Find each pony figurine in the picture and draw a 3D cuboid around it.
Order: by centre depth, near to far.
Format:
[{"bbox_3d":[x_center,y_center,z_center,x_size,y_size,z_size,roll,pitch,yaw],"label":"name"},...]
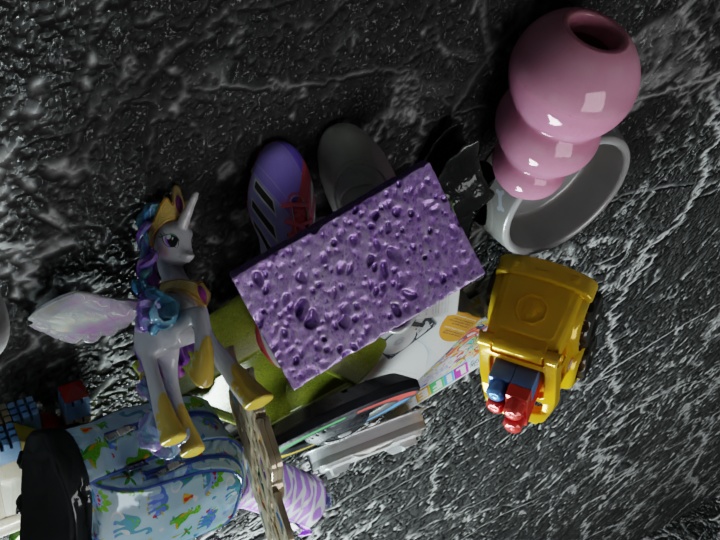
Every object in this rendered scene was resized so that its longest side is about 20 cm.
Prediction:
[{"bbox_3d":[-0.171,0.054,0.832,0.165,0.203,0.192,2,149,-47],"label":"pony figurine"}]

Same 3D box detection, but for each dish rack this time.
[{"bbox_3d":[0.006,0.235,1.284,0.169,0.044,0.200,-18,168,-9],"label":"dish rack"}]

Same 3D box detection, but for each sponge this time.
[{"bbox_3d":[-0.001,0.002,0.827,0.198,0.113,0.030,-30,-167,-9],"label":"sponge"}]

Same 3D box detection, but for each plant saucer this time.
[{"bbox_3d":[-0.099,0.106,0.999,0.198,0.049,0.199,-31,142,26],"label":"plant saucer"}]

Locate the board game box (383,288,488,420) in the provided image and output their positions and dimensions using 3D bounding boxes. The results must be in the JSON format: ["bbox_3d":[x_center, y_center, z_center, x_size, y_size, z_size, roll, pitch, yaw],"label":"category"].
[{"bbox_3d":[0.104,0.117,1.306,0.198,0.034,0.135,-31,149,-7],"label":"board game box"}]

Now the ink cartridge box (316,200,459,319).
[{"bbox_3d":[0.000,0.000,0.978,0.196,0.068,0.118,-7,145,-3],"label":"ink cartridge box"}]

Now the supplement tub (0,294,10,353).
[{"bbox_3d":[-0.366,0.069,0.695,0.199,0.133,0.132,-40,149,8],"label":"supplement tub"}]

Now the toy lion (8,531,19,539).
[{"bbox_3d":[-0.301,0.287,1.135,0.198,0.069,0.192,-34,142,-2],"label":"toy lion"}]

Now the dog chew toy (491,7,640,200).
[{"bbox_3d":[0.186,-0.149,0.932,0.123,0.125,0.202,-15,145,-29],"label":"dog chew toy"}]

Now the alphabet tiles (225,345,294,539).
[{"bbox_3d":[-0.090,0.178,0.888,0.014,0.198,0.201,-15,147,-15],"label":"alphabet tiles"}]

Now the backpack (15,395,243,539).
[{"bbox_3d":[-0.208,0.202,0.923,0.199,0.153,0.165,-26,141,-49],"label":"backpack"}]

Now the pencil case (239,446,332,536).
[{"bbox_3d":[-0.122,0.290,1.265,0.083,0.087,0.199,-9,153,30],"label":"pencil case"}]

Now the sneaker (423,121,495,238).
[{"bbox_3d":[0.106,-0.072,1.022,0.103,0.061,0.200,-35,146,10],"label":"sneaker"}]

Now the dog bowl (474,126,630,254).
[{"bbox_3d":[0.220,-0.100,1.096,0.197,0.059,0.202,-25,148,-17],"label":"dog bowl"}]

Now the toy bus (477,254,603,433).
[{"bbox_3d":[0.201,0.113,1.158,0.201,0.133,0.194,77,34,-53],"label":"toy bus"}]

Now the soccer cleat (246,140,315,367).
[{"bbox_3d":[-0.062,-0.011,0.857,0.066,0.076,0.204,-5,105,-29],"label":"soccer cleat"}]

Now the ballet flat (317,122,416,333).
[{"bbox_3d":[0.014,-0.034,0.873,0.068,0.069,0.203,-22,106,-18],"label":"ballet flat"}]

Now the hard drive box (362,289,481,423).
[{"bbox_3d":[0.022,0.084,1.140,0.200,0.077,0.155,-46,147,20],"label":"hard drive box"}]

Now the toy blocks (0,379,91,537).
[{"bbox_3d":[-0.333,0.187,0.944,0.197,0.100,0.139,-17,134,-27],"label":"toy blocks"}]

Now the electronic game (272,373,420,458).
[{"bbox_3d":[-0.026,0.163,1.037,0.197,0.042,0.200,-23,167,-5],"label":"electronic game"}]
